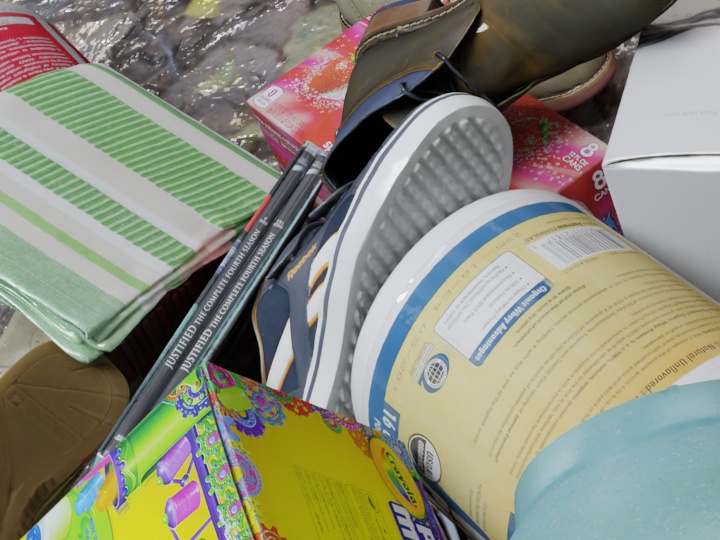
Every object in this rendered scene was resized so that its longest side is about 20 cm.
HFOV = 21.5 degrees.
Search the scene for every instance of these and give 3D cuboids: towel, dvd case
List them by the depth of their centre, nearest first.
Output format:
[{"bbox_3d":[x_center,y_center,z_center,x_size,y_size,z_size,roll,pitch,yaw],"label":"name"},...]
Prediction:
[{"bbox_3d":[-0.082,0.045,0.925,0.022,0.146,0.200,32,57,1],"label":"dvd case"},{"bbox_3d":[-0.138,-0.039,0.950,0.152,0.023,0.200,33,35,11],"label":"towel"}]

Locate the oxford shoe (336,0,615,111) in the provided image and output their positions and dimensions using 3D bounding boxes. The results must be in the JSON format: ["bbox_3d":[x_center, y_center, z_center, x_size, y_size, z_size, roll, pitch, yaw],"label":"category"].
[{"bbox_3d":[0.054,-0.143,1.072,0.200,0.075,0.070,22,60,38],"label":"oxford shoe"}]

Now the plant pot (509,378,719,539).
[{"bbox_3d":[0.119,0.119,0.606,0.200,0.200,0.135,-17,56,9],"label":"plant pot"}]

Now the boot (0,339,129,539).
[{"bbox_3d":[-0.197,0.132,0.864,0.073,0.156,0.200,39,47,5],"label":"boot"}]

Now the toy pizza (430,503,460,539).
[{"bbox_3d":[-0.049,0.155,0.875,0.200,0.032,0.201,-13,44,13],"label":"toy pizza"}]

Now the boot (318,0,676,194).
[{"bbox_3d":[0.061,-0.087,0.866,0.200,0.075,0.097,-16,40,50],"label":"boot"}]

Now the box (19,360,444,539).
[{"bbox_3d":[-0.054,0.181,0.718,0.193,0.122,0.200,-43,46,22],"label":"box"}]

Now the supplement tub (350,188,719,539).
[{"bbox_3d":[0.106,0.070,0.797,0.145,0.145,0.200,-39,49,-14],"label":"supplement tub"}]

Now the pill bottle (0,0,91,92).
[{"bbox_3d":[-0.183,-0.069,1.096,0.112,0.112,0.200,-36,44,-11],"label":"pill bottle"}]

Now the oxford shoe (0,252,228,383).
[{"bbox_3d":[-0.141,0.024,1.001,0.200,0.071,0.075,-41,67,-19],"label":"oxford shoe"}]

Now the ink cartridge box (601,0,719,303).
[{"bbox_3d":[0.187,-0.072,0.900,0.083,0.147,0.200,1,49,26],"label":"ink cartridge box"}]

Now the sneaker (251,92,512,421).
[{"bbox_3d":[0.000,0.000,0.864,0.078,0.200,0.079,4,28,-38],"label":"sneaker"}]

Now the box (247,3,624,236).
[{"bbox_3d":[0.043,-0.044,0.977,0.100,0.096,0.200,-37,44,-13],"label":"box"}]
